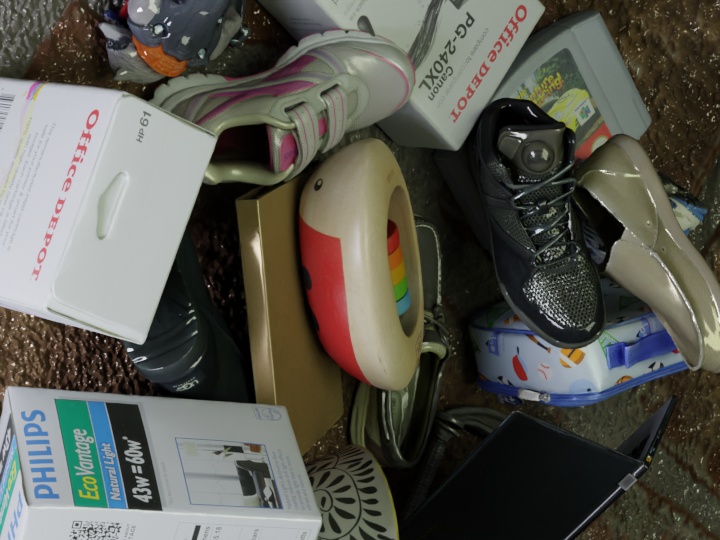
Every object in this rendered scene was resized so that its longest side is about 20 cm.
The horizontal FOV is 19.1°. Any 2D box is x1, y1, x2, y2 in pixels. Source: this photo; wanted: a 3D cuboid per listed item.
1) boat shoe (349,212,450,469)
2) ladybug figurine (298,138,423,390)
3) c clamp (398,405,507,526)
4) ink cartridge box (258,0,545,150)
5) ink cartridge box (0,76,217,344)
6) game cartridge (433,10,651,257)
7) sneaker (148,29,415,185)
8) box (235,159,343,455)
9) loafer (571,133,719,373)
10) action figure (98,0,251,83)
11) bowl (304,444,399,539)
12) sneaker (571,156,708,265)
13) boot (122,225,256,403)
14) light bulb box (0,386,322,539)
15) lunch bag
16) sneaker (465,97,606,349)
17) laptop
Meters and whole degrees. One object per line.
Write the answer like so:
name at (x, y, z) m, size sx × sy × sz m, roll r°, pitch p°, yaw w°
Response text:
boat shoe at (0.041, 0.057, 1.675) m, size 0.071 × 0.066 × 0.203 m, roll 8°, pitch 92°, yaw -38°
ladybug figurine at (0.000, 0.000, 1.577) m, size 0.136 × 0.071 × 0.202 m, roll -64°, pitch 148°, yaw -61°
c clamp at (0.062, 0.194, 1.735) m, size 0.171 × 0.027 × 0.201 m, roll 37°, pitch 73°, yaw -36°
ink cartridge box at (0.030, -0.207, 1.617) m, size 0.200 × 0.083 × 0.146 m, roll 43°, pitch 70°, yaw -33°
ink cartridge box at (-0.198, -0.042, 1.390) m, size 0.084 × 0.199 × 0.146 m, roll 24°, pitch 82°, yaw -37°
game cartridge at (0.150, -0.116, 1.756) m, size 0.200 × 0.041 × 0.134 m, roll -45°, pitch 117°, yaw -24°
sneaker at (-0.049, -0.105, 1.526) m, size 0.199 × 0.088 × 0.082 m, roll -19°, pitch 132°, yaw -9°
box at (-0.050, 0.031, 1.571) m, size 0.163 × 0.021 × 0.202 m, roll -38°, pitch 126°, yaw -70°
loafer at (0.220, -0.005, 1.650) m, size 0.068 × 0.076 × 0.201 m, roll -24°, pitch 78°, yaw -12°
action figure at (-0.131, -0.214, 1.466) m, size 0.199 × 0.105 × 0.194 m, roll 18°, pitch 116°, yaw -31°
bowl at (-0.050, 0.226, 1.565) m, size 0.093 × 0.201 × 0.203 m, roll 6°, pitch 93°, yaw -21°
sneaker at (0.221, -0.035, 1.774) m, size 0.199 × 0.077 × 0.086 m, roll 8°, pitch 117°, yaw -56°
boot at (-0.132, 0.027, 1.525) m, size 0.076 × 0.201 × 0.168 m, roll -21°, pitch 149°, yaw 3°
light bulb box at (-0.153, 0.196, 1.432) m, size 0.198 × 0.125 × 0.199 m, roll 6°, pitch 122°, yaw -21°
lunch bag at (0.194, 0.057, 1.734) m, size 0.199 × 0.160 × 0.076 m, roll -18°, pitch 105°, yaw -35°
sneaker at (0.134, -0.041, 1.616) m, size 0.076 × 0.114 × 0.201 m, roll -15°, pitch 76°, yaw -6°
laptop at (0.133, 0.163, 1.690) m, size 0.116 × 0.187 × 0.200 m, roll 42°, pitch 29°, yaw -1°
